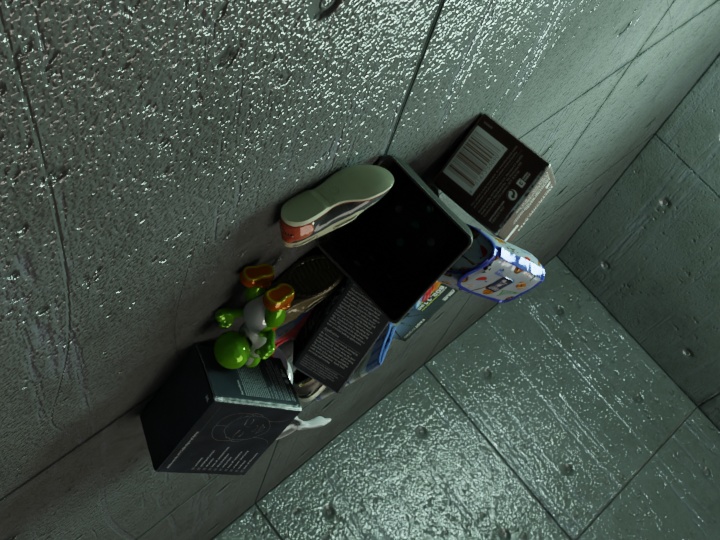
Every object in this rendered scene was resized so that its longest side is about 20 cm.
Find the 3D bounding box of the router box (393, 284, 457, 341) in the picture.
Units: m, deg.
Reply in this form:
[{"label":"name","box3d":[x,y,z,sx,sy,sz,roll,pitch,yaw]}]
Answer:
[{"label":"router box","box3d":[0.102,0.063,1.809,0.148,0.063,0.200,17,128,-42]}]

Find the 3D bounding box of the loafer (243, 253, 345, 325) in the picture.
[{"label":"loafer","box3d":[-0.115,0.040,1.431,0.198,0.077,0.068,-29,164,-10]}]

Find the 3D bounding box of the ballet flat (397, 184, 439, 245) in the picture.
[{"label":"ballet flat","box3d":[0.115,-0.101,1.652,0.066,0.070,0.201,-53,177,-33]}]

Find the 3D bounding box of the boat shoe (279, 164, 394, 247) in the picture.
[{"label":"boat shoe","box3d":[-0.035,-0.097,1.229,0.198,0.071,0.063,-28,146,-26]}]

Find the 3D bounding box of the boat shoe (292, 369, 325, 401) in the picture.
[{"label":"boat shoe","box3d":[-0.069,0.186,1.737,0.202,0.071,0.061,-48,139,-17]}]

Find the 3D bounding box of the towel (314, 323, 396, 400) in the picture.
[{"label":"towel","box3d":[-0.013,0.196,1.773,0.199,0.024,0.148,-33,-162,32]}]

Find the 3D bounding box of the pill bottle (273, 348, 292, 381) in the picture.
[{"label":"pill bottle","box3d":[-0.195,0.227,1.646,0.119,0.120,0.201,-36,164,-22]}]

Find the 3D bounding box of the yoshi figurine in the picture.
[{"label":"yoshi figurine","box3d":[-0.179,0.092,1.309,0.114,0.110,0.202,-88,-165,-46]}]

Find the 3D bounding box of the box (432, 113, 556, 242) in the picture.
[{"label":"box","box3d":[0.266,-0.173,1.603,0.167,0.164,0.200,-52,164,8]}]

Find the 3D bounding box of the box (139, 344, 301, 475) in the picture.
[{"label":"box","box3d":[-0.246,0.250,1.443,0.195,0.125,0.200,15,125,-46]}]

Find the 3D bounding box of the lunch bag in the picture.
[{"label":"lunch bag","box3d":[0.220,-0.015,1.530,0.168,0.198,0.126,20,81,-42]}]

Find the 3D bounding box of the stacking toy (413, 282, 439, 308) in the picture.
[{"label":"stacking toy","box3d":[0.159,-0.020,1.664,0.198,0.110,0.117,-29,158,-20]}]

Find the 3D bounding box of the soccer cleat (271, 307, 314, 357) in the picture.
[{"label":"soccer cleat","box3d":[-0.121,0.083,1.520,0.200,0.073,0.068,-42,166,1]}]

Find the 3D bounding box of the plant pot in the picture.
[{"label":"plant pot","box3d":[0.074,-0.064,1.417,0.200,0.200,0.177,-47,175,19]}]

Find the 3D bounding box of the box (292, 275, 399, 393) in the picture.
[{"label":"box","box3d":[-0.030,0.092,1.503,0.202,0.106,0.149,-55,-166,13]}]

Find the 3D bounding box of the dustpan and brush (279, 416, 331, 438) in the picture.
[{"label":"dustpan and brush","box3d":[-0.147,0.307,1.637,0.197,0.058,0.140,-15,155,-38]}]
